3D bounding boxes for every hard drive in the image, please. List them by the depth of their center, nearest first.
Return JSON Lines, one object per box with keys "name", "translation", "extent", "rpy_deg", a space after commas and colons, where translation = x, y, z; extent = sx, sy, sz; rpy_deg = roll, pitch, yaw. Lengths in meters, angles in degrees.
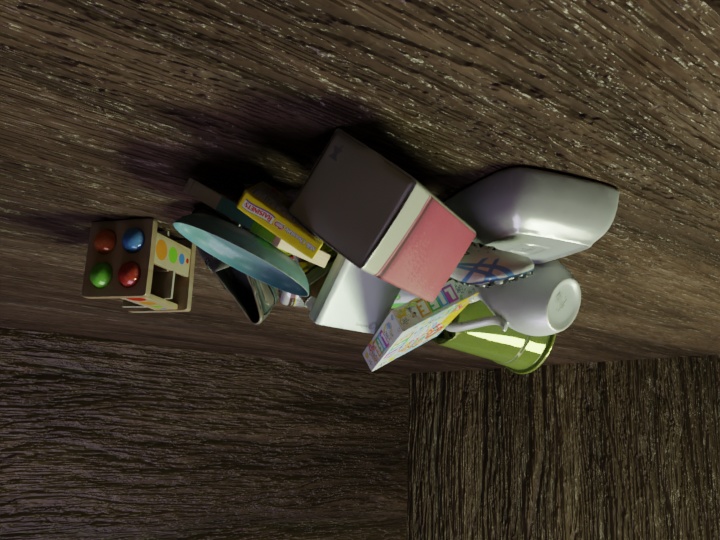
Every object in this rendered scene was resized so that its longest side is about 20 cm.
{"name": "hard drive", "translation": [0.020, -0.009, 0.964], "extent": [0.130, 0.203, 0.027], "rpy_deg": [13, -161, -44]}

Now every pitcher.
{"name": "pitcher", "translation": [0.228, 0.046, 1.072], "extent": [0.198, 0.172, 0.122], "rpy_deg": [21, 156, 52]}

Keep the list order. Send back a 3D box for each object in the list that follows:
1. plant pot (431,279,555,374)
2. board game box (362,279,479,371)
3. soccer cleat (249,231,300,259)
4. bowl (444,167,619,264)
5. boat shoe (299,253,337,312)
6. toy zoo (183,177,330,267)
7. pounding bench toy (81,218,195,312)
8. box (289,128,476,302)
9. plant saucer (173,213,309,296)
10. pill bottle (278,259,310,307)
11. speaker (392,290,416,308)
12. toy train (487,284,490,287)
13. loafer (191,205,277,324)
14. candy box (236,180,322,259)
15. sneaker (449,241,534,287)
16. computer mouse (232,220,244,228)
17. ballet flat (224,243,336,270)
{"name": "plant pot", "translation": [0.223, 0.080, 1.242], "extent": [0.185, 0.206, 0.199], "rpy_deg": [6, 167, -25]}
{"name": "board game box", "translation": [0.084, 0.081, 1.022], "extent": [0.132, 0.035, 0.201], "rpy_deg": [-25, 164, -21]}
{"name": "soccer cleat", "translation": [-0.159, -0.034, 1.122], "extent": [0.195, 0.071, 0.085], "rpy_deg": [-10, 175, 17]}
{"name": "bowl", "translation": [0.226, -0.063, 0.934], "extent": [0.195, 0.077, 0.199], "rpy_deg": [9, 167, -23]}
{"name": "boat shoe", "translation": [0.000, 0.000, 1.028], "extent": [0.198, 0.077, 0.072], "rpy_deg": [-36, 158, -5]}
{"name": "toy zoo", "translation": [-0.145, -0.068, 0.898], "extent": [0.197, 0.021, 0.131], "rpy_deg": [30, -178, 26]}
{"name": "pounding bench toy", "translation": [-0.407, -0.005, 1.162], "extent": [0.194, 0.128, 0.156], "rpy_deg": [-2, 166, 17]}
{"name": "box", "translation": [0.032, -0.056, 0.801], "extent": [0.127, 0.110, 0.199], "rpy_deg": [37, -173, 31]}
{"name": "plant saucer", "translation": [-0.150, -0.023, 0.894], "extent": [0.196, 0.028, 0.200], "rpy_deg": [26, 169, 5]}
{"name": "pill bottle", "translation": [-0.044, 0.013, 1.214], "extent": [0.194, 0.113, 0.109], "rpy_deg": [5, 167, -14]}
{"name": "speaker", "translation": [0.061, 0.033, 1.339], "extent": [0.195, 0.091, 0.088], "rpy_deg": [-4, 166, 26]}
{"name": "toy train", "translation": [0.146, -0.024, 1.017], "extent": [0.045, 0.035, 0.199], "rpy_deg": [-8, -155, -29]}
{"name": "loafer", "translation": [-0.195, -0.006, 1.045], "extent": [0.071, 0.064, 0.202], "rpy_deg": [-21, 119, 26]}
{"name": "candy box", "translation": [-0.091, -0.066, 0.823], "extent": [0.101, 0.027, 0.200], "rpy_deg": [32, -173, -8]}
{"name": "sneaker", "translation": [0.130, -0.022, 0.896], "extent": [0.195, 0.075, 0.072], "rpy_deg": [8, -168, 21]}
{"name": "computer mouse", "translation": [-0.175, -0.073, 1.042], "extent": [0.058, 0.035, 0.197], "rpy_deg": [12, 164, -39]}
{"name": "ballet flat", "translation": [-0.107, -0.030, 1.023], "extent": [0.195, 0.069, 0.067], "rpy_deg": [-11, -163, -20]}
